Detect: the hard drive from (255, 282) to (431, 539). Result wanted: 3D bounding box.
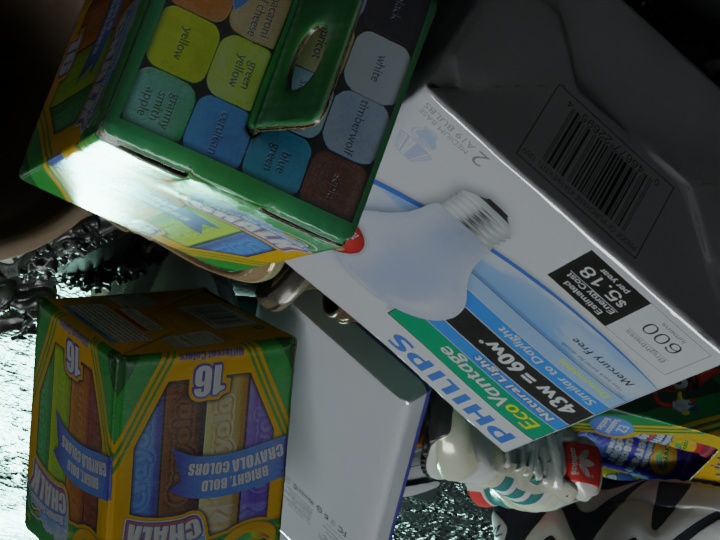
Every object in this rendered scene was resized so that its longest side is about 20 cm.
[{"bbox_3d":[-0.025,0.108,1.184,0.132,0.025,0.200,41,139,28],"label":"hard drive"}]

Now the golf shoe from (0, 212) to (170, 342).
[{"bbox_3d":[-0.191,-0.028,1.184,0.200,0.095,0.078,-24,148,36],"label":"golf shoe"}]

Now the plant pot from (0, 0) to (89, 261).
[{"bbox_3d":[-0.236,-0.105,0.958,0.200,0.200,0.175,30,167,-33],"label":"plant pot"}]

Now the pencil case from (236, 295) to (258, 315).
[{"bbox_3d":[-0.060,0.057,1.302,0.200,0.085,0.092,4,168,18],"label":"pencil case"}]

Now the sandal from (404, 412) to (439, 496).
[{"bbox_3d":[0.034,0.128,1.315,0.207,0.059,0.079,-12,-161,-41],"label":"sandal"}]

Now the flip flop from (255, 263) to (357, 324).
[{"bbox_3d":[0.000,0.000,1.090,0.058,0.081,0.200,46,-169,12],"label":"flip flop"}]

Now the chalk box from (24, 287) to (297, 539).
[{"bbox_3d":[-0.128,0.124,1.155,0.124,0.200,0.124,-3,-164,-33],"label":"chalk box"}]

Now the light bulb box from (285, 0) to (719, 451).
[{"bbox_3d":[0.080,-0.033,0.943,0.198,0.125,0.200,40,148,-10],"label":"light bulb box"}]

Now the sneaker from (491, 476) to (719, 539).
[{"bbox_3d":[0.180,0.206,1.272,0.199,0.130,0.079,16,156,-4],"label":"sneaker"}]

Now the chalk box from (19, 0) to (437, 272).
[{"bbox_3d":[-0.057,-0.084,0.840,0.124,0.125,0.200,24,166,-18],"label":"chalk box"}]

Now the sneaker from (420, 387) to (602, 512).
[{"bbox_3d":[0.101,0.109,1.172,0.093,0.070,0.200,2,163,18],"label":"sneaker"}]

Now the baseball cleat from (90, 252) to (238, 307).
[{"bbox_3d":[-0.135,0.059,1.245,0.106,0.200,0.070,4,-162,10],"label":"baseball cleat"}]

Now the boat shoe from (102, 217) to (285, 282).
[{"bbox_3d":[-0.126,-0.051,1.028,0.200,0.071,0.065,32,-152,25],"label":"boat shoe"}]

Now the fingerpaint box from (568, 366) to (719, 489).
[{"bbox_3d":[0.199,0.112,1.309,0.167,0.073,0.200,15,155,-5],"label":"fingerpaint box"}]
